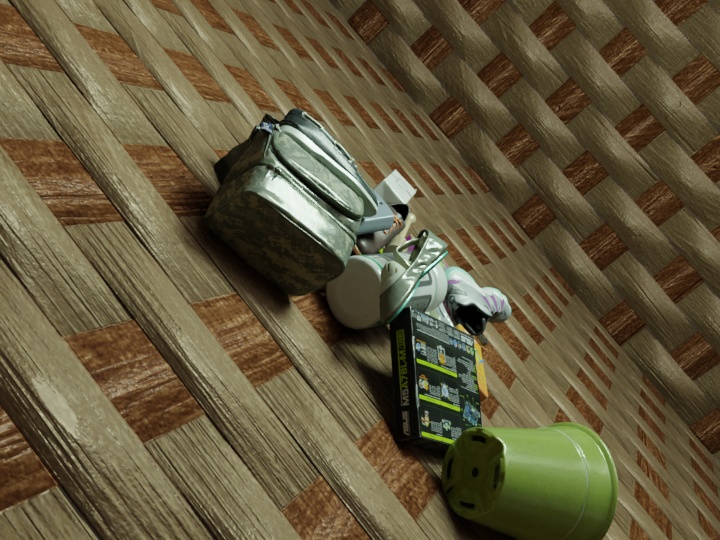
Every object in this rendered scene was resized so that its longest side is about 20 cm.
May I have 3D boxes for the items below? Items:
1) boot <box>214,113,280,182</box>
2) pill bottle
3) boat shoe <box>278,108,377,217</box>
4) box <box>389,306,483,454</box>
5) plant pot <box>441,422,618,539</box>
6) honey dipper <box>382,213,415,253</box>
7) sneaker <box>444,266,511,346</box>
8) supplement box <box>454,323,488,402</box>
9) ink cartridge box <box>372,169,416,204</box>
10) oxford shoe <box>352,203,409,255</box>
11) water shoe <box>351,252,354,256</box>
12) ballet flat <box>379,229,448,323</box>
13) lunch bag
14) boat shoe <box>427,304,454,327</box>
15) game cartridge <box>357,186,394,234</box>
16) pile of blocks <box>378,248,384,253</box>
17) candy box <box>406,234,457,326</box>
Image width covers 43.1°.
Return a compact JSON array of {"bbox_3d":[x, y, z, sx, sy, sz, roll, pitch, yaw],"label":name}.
[{"bbox_3d":[-0.142,-0.144,1.373,0.068,0.131,0.200,27,28,-49],"label":"boot"},{"bbox_3d":[0.047,0.028,1.438,0.200,0.113,0.113,-4,54,-54],"label":"pill bottle"},{"bbox_3d":[-0.040,-0.159,1.351,0.200,0.076,0.060,44,54,-27],"label":"boat shoe"},{"bbox_3d":[0.115,0.170,1.353,0.200,0.047,0.193,26,57,-51],"label":"box"},{"bbox_3d":[0.219,0.296,1.276,0.190,0.200,0.200,19,32,-34],"label":"plant pot"},{"bbox_3d":[0.072,-0.063,1.610,0.038,0.038,0.200,46,22,-9],"label":"honey dipper"},{"bbox_3d":[0.225,0.089,1.711,0.200,0.078,0.140,26,33,-35],"label":"sneaker"},{"bbox_3d":[0.171,0.169,1.579,0.067,0.069,0.200,47,15,-14],"label":"supplement box"},{"bbox_3d":[0.042,-0.135,1.827,0.068,0.116,0.200,48,16,-2],"label":"ink cartridge box"},{"bbox_3d":[0.029,-0.073,1.500,0.071,0.073,0.200,57,24,-10],"label":"oxford shoe"},{"bbox_3d":[-0.040,-0.033,1.455,0.079,0.072,0.200,26,18,-3],"label":"water shoe"},{"bbox_3d":[0.063,0.004,1.329,0.064,0.067,0.200,43,43,-1],"label":"ballet flat"},{"bbox_3d":[-0.098,-0.092,1.273,0.200,0.139,0.168,39,46,-21],"label":"lunch bag"},{"bbox_3d":[0.127,0.051,1.655,0.074,0.065,0.202,85,-3,-46],"label":"boat shoe"},{"bbox_3d":[-0.043,-0.119,1.464,0.133,0.042,0.200,-6,37,-40],"label":"game cartridge"},{"bbox_3d":[0.048,-0.005,1.620,0.200,0.082,0.062,22,31,-56],"label":"pile of blocks"},{"bbox_3d":[0.156,0.034,1.836,0.200,0.061,0.136,38,21,-28],"label":"candy box"}]
